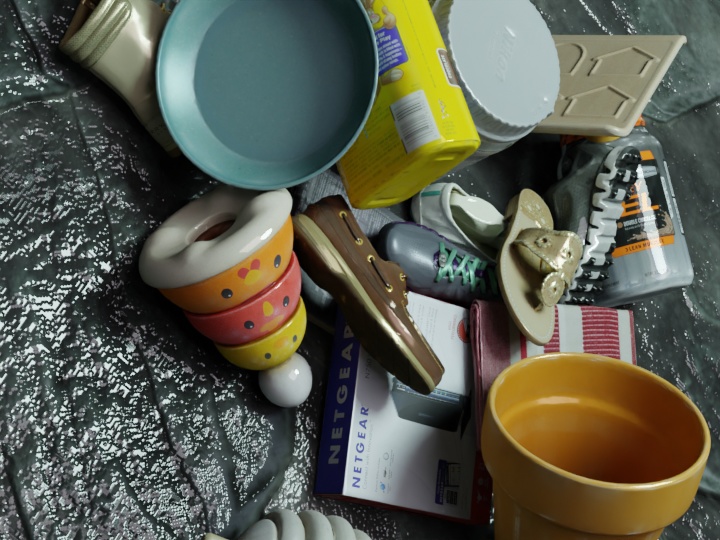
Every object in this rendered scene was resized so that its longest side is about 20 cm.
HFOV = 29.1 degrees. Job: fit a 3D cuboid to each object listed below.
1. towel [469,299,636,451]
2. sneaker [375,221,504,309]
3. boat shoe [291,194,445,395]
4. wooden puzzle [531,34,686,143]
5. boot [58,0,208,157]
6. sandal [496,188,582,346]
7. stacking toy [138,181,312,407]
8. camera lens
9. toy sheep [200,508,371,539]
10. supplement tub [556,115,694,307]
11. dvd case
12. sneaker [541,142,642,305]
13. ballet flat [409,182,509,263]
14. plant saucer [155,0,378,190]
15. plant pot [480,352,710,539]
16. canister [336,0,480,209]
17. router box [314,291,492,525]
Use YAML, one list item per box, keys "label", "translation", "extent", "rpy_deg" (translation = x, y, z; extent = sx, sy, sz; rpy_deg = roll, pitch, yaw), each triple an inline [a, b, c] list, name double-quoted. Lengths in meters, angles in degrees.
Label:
- label: "towel"
  translation: [0.194, 0.106, 1.374]
  extent: [0.198, 0.023, 0.146]
  rpy_deg: [4, 80, -30]
- label: "sneaker"
  translation: [0.103, -0.002, 1.369]
  extent: [0.199, 0.087, 0.075]
  rpy_deg: [27, 62, -42]
- label: "boat shoe"
  translation: [0.015, 0.019, 1.240]
  extent: [0.067, 0.072, 0.201]
  rpy_deg: [-38, 90, -20]
- label: "wooden puzzle"
  translation: [0.240, -0.194, 1.513]
  extent: [0.200, 0.183, 0.047]
  rpy_deg: [-50, 134, -38]
- label: "boot"
  translation: [-0.168, -0.224, 1.254]
  extent: [0.155, 0.072, 0.201]
  rpy_deg: [41, 63, -22]
- label: "sandal"
  translation: [0.183, -0.024, 1.361]
  extent: [0.077, 0.069, 0.213]
  rpy_deg: [38, 33, -22]
- label: "stacking toy"
  translation: [-0.091, 0.035, 1.220]
  extent: [0.146, 0.145, 0.202]
  rpy_deg: [-49, 123, -37]
- label: "camera lens"
  translation: [0.075, -0.176, 1.349]
  extent: [0.158, 0.199, 0.162]
  rpy_deg: [13, 68, -35]
- label: "toy sheep"
  translation: [-0.045, 0.265, 1.165]
  extent: [0.199, 0.137, 0.139]
  rpy_deg: [33, 58, -20]
- label: "supplement tub"
  translation: [0.288, -0.068, 1.538]
  extent: [0.121, 0.122, 0.203]
  rpy_deg: [-7, 80, -39]
- label: "dvd case"
  translation: [0.000, 0.000, 1.354]
  extent: [0.199, 0.016, 0.150]
  rpy_deg: [32, 58, -28]
- label: "sneaker"
  translation: [0.226, -0.044, 1.471]
  extent: [0.066, 0.090, 0.203]
  rpy_deg: [6, 104, -53]
- label: "ballet flat"
  translation: [0.140, -0.031, 1.445]
  extent: [0.199, 0.069, 0.070]
  rpy_deg: [31, 59, -28]
- label: "plant saucer"
  translation: [-0.077, -0.168, 1.189]
  extent: [0.036, 0.197, 0.203]
  rpy_deg: [7, 66, -78]
- label: "plant pot"
  translation: [0.199, 0.206, 1.262]
  extent: [0.199, 0.199, 0.186]
  rpy_deg: [-21, 130, -40]
- label: "canister"
  translation: [0.016, -0.173, 1.230]
  extent: [0.086, 0.148, 0.203]
  rpy_deg: [-9, 74, -41]
- label: "router box"
  translation: [0.052, 0.129, 1.322]
  extent: [0.178, 0.049, 0.203]
  rpy_deg: [16, 73, -34]
